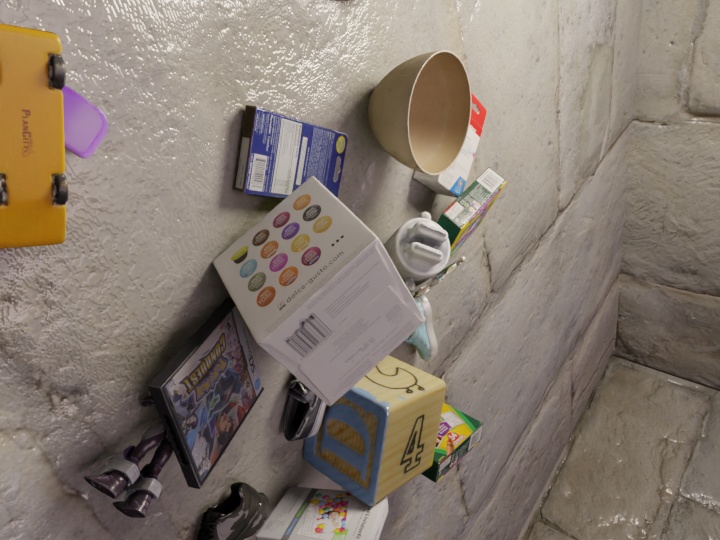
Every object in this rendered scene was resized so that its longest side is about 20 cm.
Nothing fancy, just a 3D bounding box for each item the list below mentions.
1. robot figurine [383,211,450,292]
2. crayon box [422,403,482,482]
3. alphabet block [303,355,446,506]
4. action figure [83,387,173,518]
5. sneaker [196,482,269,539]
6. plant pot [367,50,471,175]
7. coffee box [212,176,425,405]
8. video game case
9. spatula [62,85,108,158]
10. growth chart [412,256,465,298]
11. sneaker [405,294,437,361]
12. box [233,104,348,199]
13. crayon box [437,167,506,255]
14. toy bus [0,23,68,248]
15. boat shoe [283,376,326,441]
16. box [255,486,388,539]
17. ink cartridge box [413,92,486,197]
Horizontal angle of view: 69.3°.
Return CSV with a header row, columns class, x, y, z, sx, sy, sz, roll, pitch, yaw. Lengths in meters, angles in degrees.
class,x,y,z,sx,sy,sz,roll,pitch,yaw
robot figurine,0.103,-0.031,1.016,0.200,0.111,0.172,133,-22,-71
crayon box,0.164,0.385,1.228,0.198,0.171,0.059,-18,121,-47
alphabet block,0.028,0.296,1.024,0.198,0.193,0.200,-7,111,-50
action figure,-0.273,0.228,0.724,0.201,0.068,0.132,-55,135,-44
sneaker,-0.239,0.441,0.856,0.201,0.075,0.091,-55,130,-32
plant pot,0.090,-0.280,0.927,0.199,0.133,0.204,-22,119,-45
coffee box,-0.059,0.029,0.767,0.199,0.198,0.201,-40,136,-3
video game case,-0.210,0.170,0.752,0.201,0.025,0.183,-60,148,-55
spatula,-0.343,-0.193,0.512,0.057,0.020,0.200,-59,140,-11
growth chart,0.128,0.034,1.026,0.199,0.145,0.018,-33,85,-35
sneaker,0.122,0.141,1.194,0.081,0.074,0.202,-26,127,-15
box,-0.102,-0.171,0.811,0.198,0.032,0.123,0,104,-50
crayon box,0.224,-0.109,1.160,0.200,0.058,0.173,-43,166,-33
toy bus,-0.322,-0.123,0.495,0.064,0.078,0.203,-8,117,-40
boat shoe,-0.098,0.213,0.939,0.067,0.071,0.203,-1,111,-52
box,-0.063,0.449,0.923,0.156,0.196,0.042,-31,118,-72
ink cartridge box,0.195,-0.272,1.115,0.116,0.067,0.203,18,90,-53
